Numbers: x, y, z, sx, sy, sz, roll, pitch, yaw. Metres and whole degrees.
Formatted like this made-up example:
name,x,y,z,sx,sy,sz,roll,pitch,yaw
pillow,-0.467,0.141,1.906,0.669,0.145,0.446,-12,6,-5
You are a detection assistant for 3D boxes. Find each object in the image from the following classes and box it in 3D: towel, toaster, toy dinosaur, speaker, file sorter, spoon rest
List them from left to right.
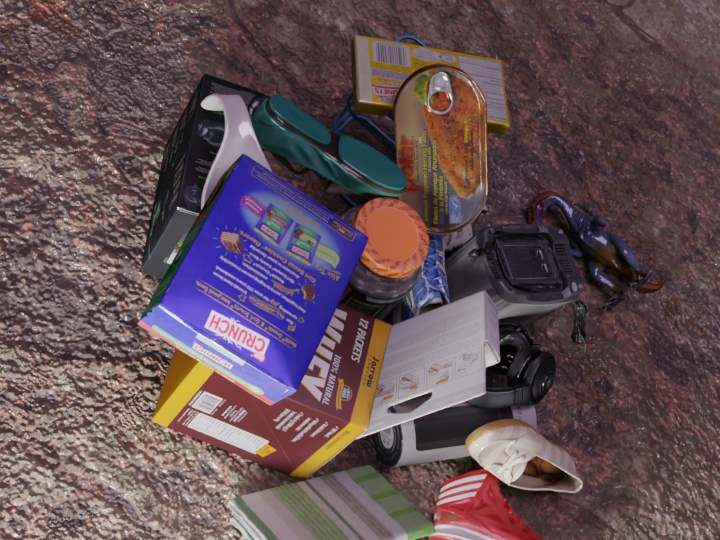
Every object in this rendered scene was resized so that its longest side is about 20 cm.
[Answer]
name,x,y,z,sx,sy,sz,roll,pitch,yaw
spoon rest,-0.138,-0.112,1.497,0.098,0.061,0.203,-2,66,-25
towel,-0.035,0.286,1.531,0.198,0.031,0.149,-8,28,-30
file sorter,0.038,-0.184,1.746,0.122,0.200,0.139,40,55,1
speaker,0.118,0.191,1.667,0.197,0.081,0.082,-3,66,-27
toaster,0.181,0.015,1.743,0.198,0.129,0.115,-3,65,-40
toy dinosaur,0.318,-0.034,1.903,0.182,0.105,0.199,55,17,23

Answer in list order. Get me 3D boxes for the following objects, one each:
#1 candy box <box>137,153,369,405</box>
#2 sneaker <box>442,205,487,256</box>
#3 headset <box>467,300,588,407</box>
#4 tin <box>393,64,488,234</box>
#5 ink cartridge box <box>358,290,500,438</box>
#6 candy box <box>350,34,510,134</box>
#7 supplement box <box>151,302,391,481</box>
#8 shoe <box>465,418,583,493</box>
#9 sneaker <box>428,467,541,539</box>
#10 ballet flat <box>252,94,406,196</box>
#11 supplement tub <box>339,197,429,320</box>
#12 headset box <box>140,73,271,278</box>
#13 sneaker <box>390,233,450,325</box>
name,x,y,z,sx,sy,sz,roll,pitch,yaw
candy box,-0.108,0.010,1.405,0.168,0.077,0.202,33,59,-11
sneaker,0.107,-0.043,1.783,0.087,0.076,0.201,40,59,-10
headset,0.199,0.100,1.680,0.198,0.095,0.124,-15,36,-23
tin,0.094,-0.144,1.606,0.110,0.042,0.203,-4,110,-5
ink cartridge box,0.069,0.124,1.585,0.044,0.198,0.175,54,25,-34
candy box,0.085,-0.227,1.654,0.197,0.026,0.104,7,61,-17
supplement box,-0.102,0.117,1.526,0.198,0.197,0.134,23,58,-14
shoe,0.206,0.232,1.656,0.199,0.070,0.054,23,26,-42
sneaker,0.184,0.303,1.645,0.198,0.078,0.117,20,59,-17
ballet flat,-0.042,-0.130,1.571,0.198,0.070,0.068,29,38,-17
supplement tub,0.000,0.000,1.633,0.121,0.200,0.124,11,61,-21
headset box,-0.185,-0.095,1.607,0.092,0.174,0.202,16,59,-17
sneaker,0.083,0.007,1.687,0.075,0.077,0.203,-10,105,-28
